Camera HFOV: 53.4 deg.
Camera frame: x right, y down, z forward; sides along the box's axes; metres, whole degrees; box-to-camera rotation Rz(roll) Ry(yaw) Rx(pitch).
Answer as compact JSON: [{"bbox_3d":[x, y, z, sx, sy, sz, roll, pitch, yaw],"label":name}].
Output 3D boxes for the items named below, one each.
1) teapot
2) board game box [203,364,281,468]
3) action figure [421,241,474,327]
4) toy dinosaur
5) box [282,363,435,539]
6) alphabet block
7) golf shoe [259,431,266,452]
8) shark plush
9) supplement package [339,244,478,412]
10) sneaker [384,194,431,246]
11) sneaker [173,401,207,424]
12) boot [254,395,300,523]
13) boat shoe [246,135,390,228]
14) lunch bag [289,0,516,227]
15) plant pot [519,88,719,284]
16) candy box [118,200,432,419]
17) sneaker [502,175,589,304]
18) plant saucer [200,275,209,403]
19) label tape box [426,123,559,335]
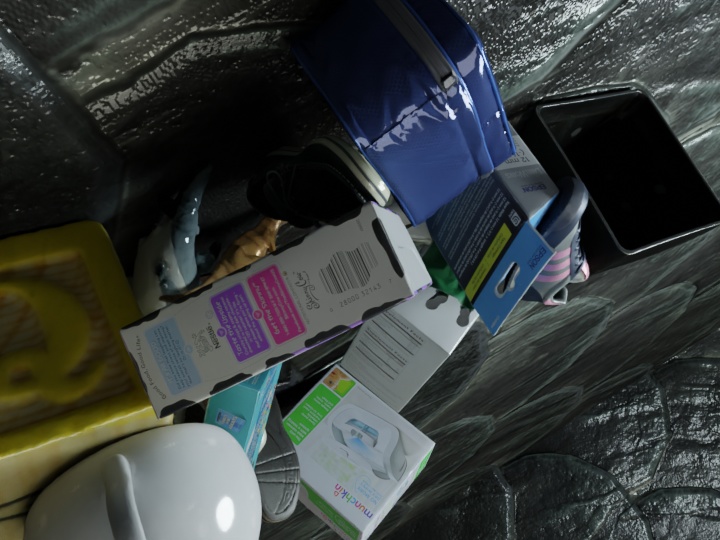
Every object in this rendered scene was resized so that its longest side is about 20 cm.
[{"bbox_3d":[-0.154,0.224,0.558,0.197,0.146,0.199,-46,149,23],"label":"teapot"},{"bbox_3d":[-0.130,0.167,0.742,0.151,0.047,0.201,-72,179,-70],"label":"board game box"},{"bbox_3d":[0.132,-0.023,0.870,0.055,0.118,0.201,-54,-173,46],"label":"action figure"},{"bbox_3d":[-0.120,0.001,0.693,0.200,0.060,0.107,-48,134,-36],"label":"toy dinosaur"},{"bbox_3d":[-0.023,0.278,1.078,0.176,0.200,0.097,-42,158,-31],"label":"box"},{"bbox_3d":[-0.280,0.107,0.600,0.195,0.196,0.201,-18,148,-29],"label":"alphabet block"},{"bbox_3d":[-0.206,0.207,0.846,0.199,0.073,0.092,-2,162,-19],"label":"golf shoe"},{"bbox_3d":[-0.172,-0.013,0.678,0.083,0.091,0.201,-9,118,-38],"label":"shark plush"},{"bbox_3d":[0.067,0.081,0.942,0.114,0.109,0.200,-47,171,-33],"label":"supplement package"},{"bbox_3d":[0.000,0.000,0.832,0.200,0.089,0.074,-45,151,25],"label":"sneaker"},{"bbox_3d":[-0.253,0.151,0.765,0.198,0.076,0.081,10,157,1],"label":"sneaker"},{"bbox_3d":[-0.157,0.266,0.986,0.073,0.201,0.151,3,142,-37],"label":"boot"},{"bbox_3d":[-0.041,-0.066,0.590,0.062,0.200,0.075,-49,116,-15],"label":"boat shoe"},{"bbox_3d":[0.051,-0.142,0.601,0.132,0.136,0.200,-35,151,6],"label":"lunch bag"},{"bbox_3d":[0.289,-0.083,0.901,0.198,0.201,0.178,-16,159,-29],"label":"plant pot"},{"bbox_3d":[-0.052,0.027,0.552,0.199,0.072,0.168,-27,177,9],"label":"candy box"},{"bbox_3d":[0.221,-0.027,0.781,0.200,0.081,0.071,103,6,-61],"label":"sneaker"},{"bbox_3d":[-0.167,0.093,0.810,0.199,0.035,0.201,-19,135,-20],"label":"plant saucer"},{"bbox_3d":[0.141,-0.056,0.762,0.066,0.201,0.144,-13,147,-26],"label":"label tape box"}]
